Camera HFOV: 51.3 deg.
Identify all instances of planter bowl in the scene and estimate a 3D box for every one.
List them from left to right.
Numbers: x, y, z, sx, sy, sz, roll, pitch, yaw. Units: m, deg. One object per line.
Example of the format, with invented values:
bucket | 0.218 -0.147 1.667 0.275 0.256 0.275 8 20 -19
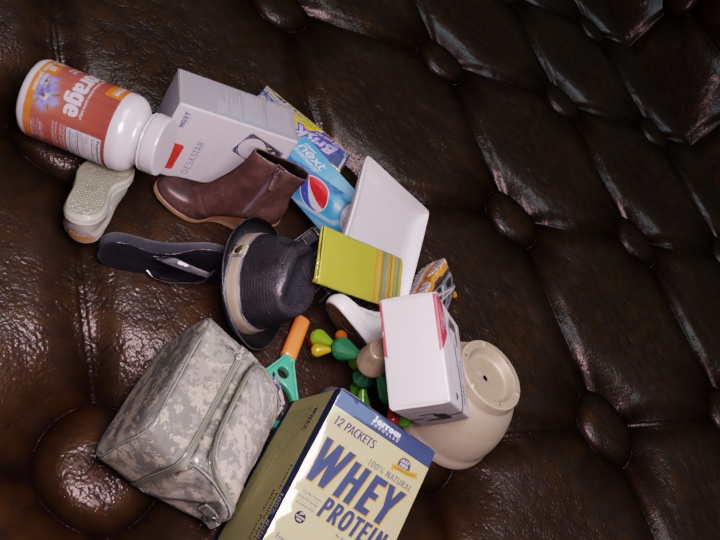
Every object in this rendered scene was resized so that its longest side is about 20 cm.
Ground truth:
planter bowl | 0.169 0.196 1.199 0.198 0.135 0.203 22 46 -24

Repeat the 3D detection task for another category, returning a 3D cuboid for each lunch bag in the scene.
lunch bag | -0.190 0.185 0.914 0.168 0.138 0.201 47 38 -21

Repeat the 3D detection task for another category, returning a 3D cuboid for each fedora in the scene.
fedora | -0.118 0.015 1.077 0.200 0.090 0.205 -5 90 -68

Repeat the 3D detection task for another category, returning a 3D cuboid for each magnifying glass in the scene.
magnifying glass | -0.112 0.144 1.092 0.079 0.022 0.202 33 41 -14

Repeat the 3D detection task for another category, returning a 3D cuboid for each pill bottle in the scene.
pill bottle | -0.368 -0.210 1.061 0.197 0.113 0.113 21 43 -1

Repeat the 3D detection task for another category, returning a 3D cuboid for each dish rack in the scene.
dish rack | -0.032 0.011 1.247 0.200 0.055 0.153 48 42 1

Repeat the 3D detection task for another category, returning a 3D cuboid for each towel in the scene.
towel | 0.000 0.000 1.138 0.199 0.018 0.088 21 70 -49

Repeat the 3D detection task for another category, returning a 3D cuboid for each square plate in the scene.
square plate | 0.032 -0.048 1.209 0.199 0.028 0.201 35 65 -47

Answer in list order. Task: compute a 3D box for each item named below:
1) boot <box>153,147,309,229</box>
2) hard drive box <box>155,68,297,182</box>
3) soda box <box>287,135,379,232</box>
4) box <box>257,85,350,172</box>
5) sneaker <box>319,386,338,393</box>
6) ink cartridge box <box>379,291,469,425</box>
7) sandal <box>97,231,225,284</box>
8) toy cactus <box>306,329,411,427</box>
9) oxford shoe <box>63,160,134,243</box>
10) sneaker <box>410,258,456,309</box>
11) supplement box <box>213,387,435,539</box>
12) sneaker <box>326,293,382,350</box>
boot | -0.196 -0.135 1.137 0.198 0.166 0.073 21 45 -25
hard drive box | -0.223 -0.208 1.186 0.197 0.156 0.078 13 50 -31
soda box | -0.061 -0.126 1.250 0.200 0.064 0.068 48 41 12
box | -0.118 -0.239 1.369 0.199 0.064 0.070 38 41 -10
sneaker | -0.032 0.262 1.024 0.114 0.076 0.202 -15 68 -42
ink cartridge box | 0.093 0.129 1.046 0.200 0.081 0.149 46 36 -68
sandal | -0.266 -0.006 1.051 0.197 0.076 0.043 6 50 -23
toy cactus | 0.000 0.148 1.086 0.102 0.166 0.201 -31 73 -28
oxford shoe | -0.370 -0.104 1.056 0.074 0.058 0.201 12 33 -9
sneaker | 0.117 0.058 1.320 0.078 0.078 0.200 58 45 -15
supplement box | -0.047 0.263 0.864 0.133 0.199 0.202 34 66 -11
sneaker | 0.021 0.082 1.158 0.085 0.072 0.200 -54 131 -15
